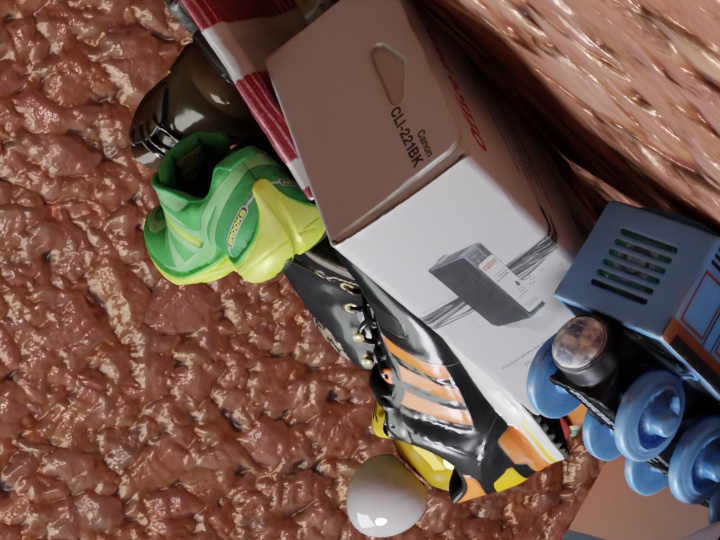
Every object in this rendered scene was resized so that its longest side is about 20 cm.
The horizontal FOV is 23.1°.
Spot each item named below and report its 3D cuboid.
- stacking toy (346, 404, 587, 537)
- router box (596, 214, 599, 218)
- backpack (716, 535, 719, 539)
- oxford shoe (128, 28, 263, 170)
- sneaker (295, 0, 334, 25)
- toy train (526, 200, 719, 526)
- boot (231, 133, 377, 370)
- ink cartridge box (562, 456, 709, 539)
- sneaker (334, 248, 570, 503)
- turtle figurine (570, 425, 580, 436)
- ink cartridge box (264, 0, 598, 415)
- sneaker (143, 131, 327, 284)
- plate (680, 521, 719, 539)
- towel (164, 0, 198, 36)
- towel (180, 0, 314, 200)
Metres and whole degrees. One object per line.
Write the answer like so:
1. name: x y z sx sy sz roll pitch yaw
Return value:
1. stacking toy: 0.069 0.088 1.084 0.146 0.200 0.146 41 176 4
2. router box: 0.184 0.024 1.187 0.200 0.051 0.149 40 179 -39
3. backpack: 0.245 0.160 0.727 0.200 0.183 0.135 26 165 -4
4. oxford shoe: -0.092 -0.089 1.031 0.073 0.084 0.200 41 171 -8
5. sneaker: -0.007 -0.131 1.060 0.130 0.080 0.200 17 152 46
6. toy train: 0.165 0.054 0.880 0.087 0.114 0.200 26 171 45
7. boot: 0.000 0.000 1.106 0.200 0.073 0.151 24 155 47
8. ink cartridge box: 0.231 0.147 1.067 0.128 0.200 0.125 40 163 -27
9. sneaker: 0.031 0.055 0.981 0.200 0.090 0.070 48 -164 -24
10. turtle figurine: 0.141 0.059 1.394 0.150 0.200 0.101 54 138 7
11. ink cartridge box: 0.052 -0.037 0.907 0.200 0.084 0.144 41 -159 -44
12. sneaker: -0.078 -0.040 0.993 0.084 0.074 0.200 60 158 -11
13. plate: 0.249 0.155 0.899 0.200 0.199 0.032 40 -148 -44
14. towel: -0.079 -0.182 1.180 0.193 0.035 0.200 41 -161 -42
15. towel: -0.057 -0.136 0.950 0.200 0.023 0.144 58 -162 -2
